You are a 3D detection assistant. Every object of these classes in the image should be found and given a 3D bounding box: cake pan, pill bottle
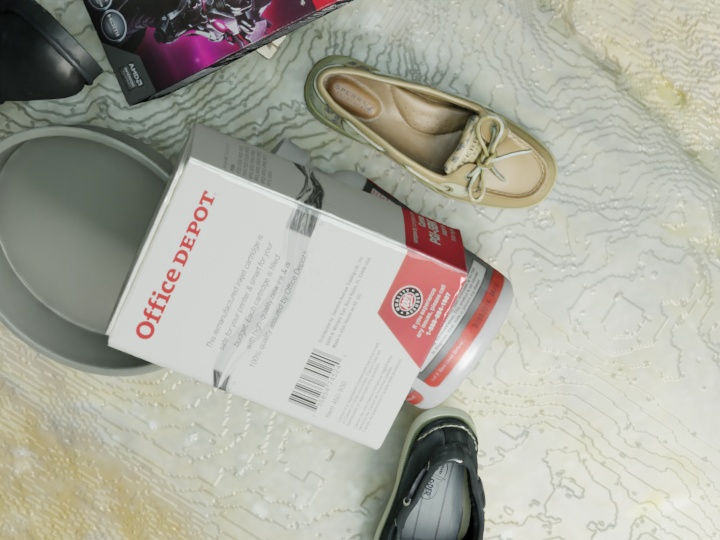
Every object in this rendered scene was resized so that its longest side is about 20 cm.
[{"bbox_3d":[-0.187,-0.018,1.418,0.200,0.037,0.200,9,123,15],"label":"cake pan"},{"bbox_3d":[0.000,0.000,1.441,0.200,0.116,0.116,35,92,-7],"label":"pill bottle"}]

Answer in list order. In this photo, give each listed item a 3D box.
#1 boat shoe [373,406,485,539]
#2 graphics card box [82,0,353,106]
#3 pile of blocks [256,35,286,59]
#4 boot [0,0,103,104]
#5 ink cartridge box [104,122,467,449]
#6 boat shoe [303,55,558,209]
[{"bbox_3d":[0.054,0.201,1.465,0.074,0.066,0.200,8,115,-14],"label":"boat shoe"},{"bbox_3d":[-0.102,-0.208,1.392,0.200,0.051,0.126,-21,93,33],"label":"graphics card box"},{"bbox_3d":[-0.076,-0.252,1.437,0.082,0.062,0.200,-13,97,-3],"label":"pile of blocks"},{"bbox_3d":[-0.273,-0.115,1.372,0.162,0.198,0.073,-47,122,-9],"label":"boot"},{"bbox_3d":[-0.050,0.009,1.333,0.200,0.083,0.147,23,111,-10],"label":"ink cartridge box"},{"bbox_3d":[0.053,-0.097,1.462,0.200,0.063,0.073,21,93,-7],"label":"boat shoe"}]
